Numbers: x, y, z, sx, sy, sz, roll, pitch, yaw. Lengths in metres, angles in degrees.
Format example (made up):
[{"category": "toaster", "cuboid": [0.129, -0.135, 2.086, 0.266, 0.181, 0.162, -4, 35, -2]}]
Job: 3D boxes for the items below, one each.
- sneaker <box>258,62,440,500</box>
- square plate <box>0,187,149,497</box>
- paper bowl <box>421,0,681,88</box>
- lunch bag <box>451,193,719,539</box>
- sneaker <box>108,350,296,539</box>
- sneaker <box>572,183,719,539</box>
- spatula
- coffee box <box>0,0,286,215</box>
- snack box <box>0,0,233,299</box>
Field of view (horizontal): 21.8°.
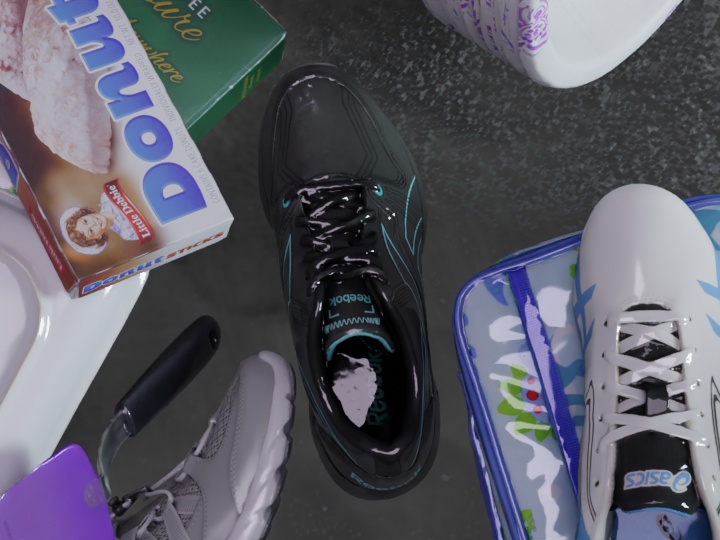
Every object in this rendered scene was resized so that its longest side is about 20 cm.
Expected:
[{"category": "sneaker", "cuboid": [0.000, 0.000, 0.830, 0.075, 0.079, 0.201, -13, 82, -1]}, {"category": "square plate", "cuboid": [-0.216, 0.039, 0.749, 0.197, 0.028, 0.201, 26, 79, 4]}, {"category": "paper bowl", "cuboid": [0.093, -0.187, 0.791, 0.104, 0.201, 0.201, 35, 84, 24]}, {"category": "lunch bag", "cuboid": [0.128, 0.078, 0.820, 0.160, 0.082, 0.201, -15, 82, 1]}, {"category": "sneaker", "cuboid": [-0.089, 0.122, 0.816, 0.082, 0.075, 0.201, 26, 85, 2]}, {"category": "sneaker", "cuboid": [0.120, 0.062, 0.745, 0.071, 0.072, 0.201, -2, 81, 5]}, {"category": "spatula", "cuboid": [-0.100, 0.071, 0.781, 0.020, 0.200, 0.057, -5, 116, 22]}, {"category": "coffee box", "cuboid": [-0.141, -0.072, 0.815, 0.123, 0.044, 0.200, 42, 77, 7]}, {"category": "snack box", "cuboid": [-0.129, -0.089, 0.773, 0.072, 0.024, 0.201, -23, 74, -23]}]
